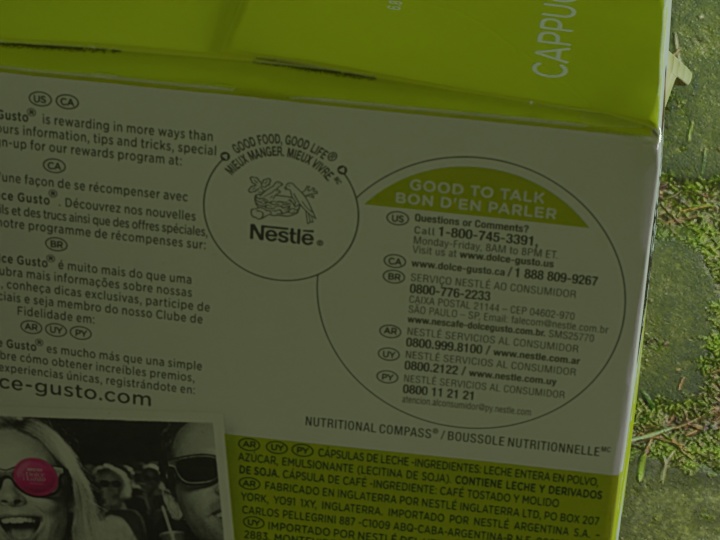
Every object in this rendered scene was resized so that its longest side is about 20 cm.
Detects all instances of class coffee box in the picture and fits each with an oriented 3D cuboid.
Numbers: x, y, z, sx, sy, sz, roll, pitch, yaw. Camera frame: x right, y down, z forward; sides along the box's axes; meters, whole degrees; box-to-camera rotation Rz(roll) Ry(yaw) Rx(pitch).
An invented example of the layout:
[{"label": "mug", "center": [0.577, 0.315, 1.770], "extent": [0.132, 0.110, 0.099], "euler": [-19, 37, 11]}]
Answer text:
[{"label": "coffee box", "center": [-0.014, -0.010, 0.716], "extent": [0.200, 0.199, 0.198], "euler": [-74, 169, -59]}]

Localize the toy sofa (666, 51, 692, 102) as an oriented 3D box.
[{"label": "toy sofa", "center": [0.090, -0.040, 1.259], "extent": [0.098, 0.083, 0.201], "euler": [34, 73, -49]}]
